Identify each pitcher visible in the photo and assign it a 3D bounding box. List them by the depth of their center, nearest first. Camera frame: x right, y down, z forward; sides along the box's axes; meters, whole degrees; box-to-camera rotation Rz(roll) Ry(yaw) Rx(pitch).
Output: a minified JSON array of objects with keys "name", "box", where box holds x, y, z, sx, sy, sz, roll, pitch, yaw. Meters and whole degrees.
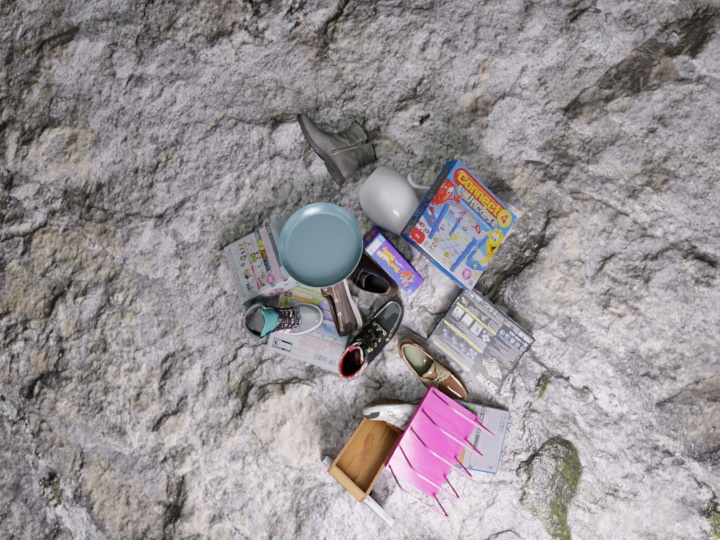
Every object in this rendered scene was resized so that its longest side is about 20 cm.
[{"name":"pitcher","box":[0.104,-0.157,1.201,0.200,0.121,0.172,43,91,-3]}]

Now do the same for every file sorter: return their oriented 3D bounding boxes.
[{"name":"file sorter","box":[0.168,0.381,1.098,0.137,0.125,0.204,32,87,-11]}]

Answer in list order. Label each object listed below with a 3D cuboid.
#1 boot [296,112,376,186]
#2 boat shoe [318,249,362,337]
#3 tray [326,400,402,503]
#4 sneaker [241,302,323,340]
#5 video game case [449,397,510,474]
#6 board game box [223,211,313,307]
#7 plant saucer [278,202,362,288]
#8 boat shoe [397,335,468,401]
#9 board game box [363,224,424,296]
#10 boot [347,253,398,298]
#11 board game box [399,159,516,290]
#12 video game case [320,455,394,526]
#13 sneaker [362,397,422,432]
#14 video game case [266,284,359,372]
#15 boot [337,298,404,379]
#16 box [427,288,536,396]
[{"name":"boot","box":[-0.054,-0.317,1.257,0.129,0.068,0.203,-36,92,1]},{"name":"boat shoe","box":[-0.061,0.051,1.213,0.058,0.072,0.206,-22,88,-23]},{"name":"tray","box":[0.017,0.399,1.170,0.098,0.200,0.037,39,133,6]},{"name":"sneaker","box":[-0.189,0.112,1.213,0.192,0.121,0.087,-6,88,9]},{"name":"video game case","box":[0.234,0.371,1.184,0.193,0.018,0.149,14,91,-12]},{"name":"board game box","box":[-0.213,-0.023,1.257,0.194,0.064,0.152,-24,74,6]},{"name":"plant saucer","box":[-0.089,-0.055,1.194,0.192,0.028,0.208,-1,71,3]},{"name":"boat shoe","box":[0.160,0.235,1.202,0.198,0.074,0.076,39,95,7]},{"name":"board game box","box":[0.067,-0.028,1.145,0.045,0.200,0.135,-43,97,6]},{"name":"boot","box":[0.000,0.000,1.219,0.195,0.097,0.077,27,93,8]},{"name":"board game box","box":[0.218,-0.098,1.157,0.198,0.056,0.199,37,84,-17]},{"name":"video game case","box":[-0.012,0.496,1.191,0.199,0.144,0.018,41,71,8]},{"name":"sneaker","box":[0.100,0.340,1.191,0.192,0.076,0.092,2,88,-6]},{"name":"video game case","box":[-0.116,0.128,1.273,0.193,0.022,0.189,16,91,9]},{"name":"boot","box":[0.026,0.156,1.183,0.073,0.154,0.205,39,95,7]},{"name":"box","box":[0.274,0.157,1.200,0.198,0.049,0.163,37,93,7]}]
